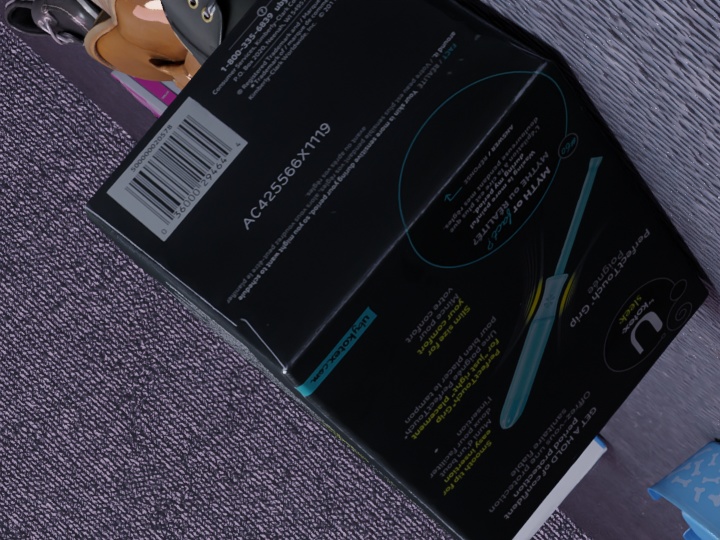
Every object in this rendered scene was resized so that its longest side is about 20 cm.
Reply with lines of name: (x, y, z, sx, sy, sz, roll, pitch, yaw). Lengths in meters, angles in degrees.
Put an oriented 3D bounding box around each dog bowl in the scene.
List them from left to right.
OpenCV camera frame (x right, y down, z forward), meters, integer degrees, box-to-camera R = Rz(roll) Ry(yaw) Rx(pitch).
dog bowl: (0.243, 0.165, 1.386, 0.111, 0.050, 0.200, 39, 175, 31)

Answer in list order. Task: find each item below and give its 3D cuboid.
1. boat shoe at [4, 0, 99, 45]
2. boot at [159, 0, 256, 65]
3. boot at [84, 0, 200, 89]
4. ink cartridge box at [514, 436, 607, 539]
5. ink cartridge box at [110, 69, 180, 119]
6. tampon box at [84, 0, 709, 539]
boat shoe: (-0.278, -0.228, 2.074, 0.067, 0.057, 0.200, 43, 176, -24)
boot: (-0.071, -0.134, 1.003, 0.138, 0.077, 0.200, 49, 172, -31)
boot: (-0.087, -0.121, 1.301, 0.154, 0.074, 0.200, 36, 177, 18)
ink cartridge box: (0.087, 0.127, 1.939, 0.128, 0.125, 0.200, 43, 175, -28)
ink cartridge box: (-0.141, -0.127, 2.053, 0.200, 0.037, 0.095, 35, 173, 43)
tampon box: (0.021, -0.006, 0.900, 0.126, 0.150, 0.200, 37, 175, 36)
